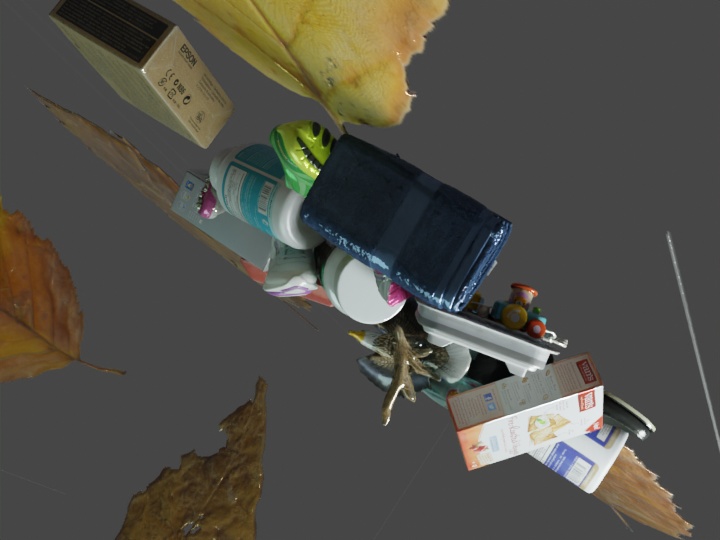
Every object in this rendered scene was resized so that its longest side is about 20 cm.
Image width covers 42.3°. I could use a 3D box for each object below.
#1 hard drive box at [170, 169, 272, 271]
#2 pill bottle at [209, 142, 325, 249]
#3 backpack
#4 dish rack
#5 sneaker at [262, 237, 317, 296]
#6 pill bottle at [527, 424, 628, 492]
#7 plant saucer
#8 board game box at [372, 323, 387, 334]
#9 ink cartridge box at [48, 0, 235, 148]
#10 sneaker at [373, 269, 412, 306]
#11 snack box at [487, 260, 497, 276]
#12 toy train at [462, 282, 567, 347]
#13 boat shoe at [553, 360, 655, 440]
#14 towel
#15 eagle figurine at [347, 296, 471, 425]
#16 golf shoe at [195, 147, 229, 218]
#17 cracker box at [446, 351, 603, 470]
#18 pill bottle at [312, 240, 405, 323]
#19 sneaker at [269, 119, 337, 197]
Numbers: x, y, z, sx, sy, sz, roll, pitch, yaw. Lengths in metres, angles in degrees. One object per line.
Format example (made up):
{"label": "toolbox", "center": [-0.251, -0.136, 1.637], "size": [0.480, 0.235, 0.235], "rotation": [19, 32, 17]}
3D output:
{"label": "hard drive box", "center": [-0.189, -0.089, 1.557], "size": [0.199, 0.077, 0.156], "rotation": [32, -163, 17]}
{"label": "pill bottle", "center": [-0.124, -0.111, 1.280], "size": [0.199, 0.111, 0.111], "rotation": [28, 169, 41]}
{"label": "backpack", "center": [0.156, 0.129, 1.358], "size": [0.175, 0.154, 0.200], "rotation": [27, -173, -43]}
{"label": "dish rack", "center": [0.140, 0.078, 1.115], "size": [0.170, 0.044, 0.200], "rotation": [19, -177, 1]}
{"label": "sneaker", "center": [-0.102, -0.021, 1.302], "size": [0.074, 0.101, 0.200], "rotation": [-2, -167, -8]}
{"label": "pill bottle", "center": [0.318, 0.256, 1.509], "size": [0.199, 0.120, 0.120], "rotation": [33, 171, 15]}
{"label": "plant saucer", "center": [-0.079, 0.014, 1.591], "size": [0.199, 0.037, 0.199], "rotation": [17, -168, 22]}
{"label": "board game box", "center": [0.102, 0.125, 1.592], "size": [0.199, 0.035, 0.136], "rotation": [30, 168, 39]}
{"label": "ink cartridge box", "center": [-0.267, -0.257, 1.163], "size": [0.164, 0.075, 0.200], "rotation": [33, 171, 21]}
{"label": "sneaker", "center": [0.038, -0.043, 1.092], "size": [0.088, 0.081, 0.201], "rotation": [44, 152, 36]}
{"label": "snack box", "center": [0.084, -0.039, 1.161], "size": [0.072, 0.024, 0.200], "rotation": [40, 170, -31]}
{"label": "toy train", "center": [0.166, 0.034, 1.169], "size": [0.199, 0.056, 0.150], "rotation": [21, -178, 35]}
{"label": "boat shoe", "center": [0.332, 0.198, 1.359], "size": [0.201, 0.063, 0.074], "rotation": [28, 166, 31]}
{"label": "towel", "center": [0.042, -0.049, 0.944], "size": [0.199, 0.112, 0.049], "rotation": [32, 177, 18]}
{"label": "eagle figurine", "center": [0.052, 0.103, 1.276], "size": [0.151, 0.151, 0.200], "rotation": [49, -177, -5]}
{"label": "golf shoe", "center": [-0.194, -0.127, 1.430], "size": [0.091, 0.076, 0.200], "rotation": [26, -153, -8]}
{"label": "cracker box", "center": [0.223, 0.192, 1.248], "size": [0.134, 0.198, 0.058], "rotation": [68, -176, -54]}
{"label": "pill bottle", "center": [0.000, 0.000, 1.261], "size": [0.113, 0.113, 0.200], "rotation": [37, -176, -15]}
{"label": "sneaker", "center": [-0.040, -0.109, 1.122], "size": [0.083, 0.074, 0.200], "rotation": [22, 155, 46]}
